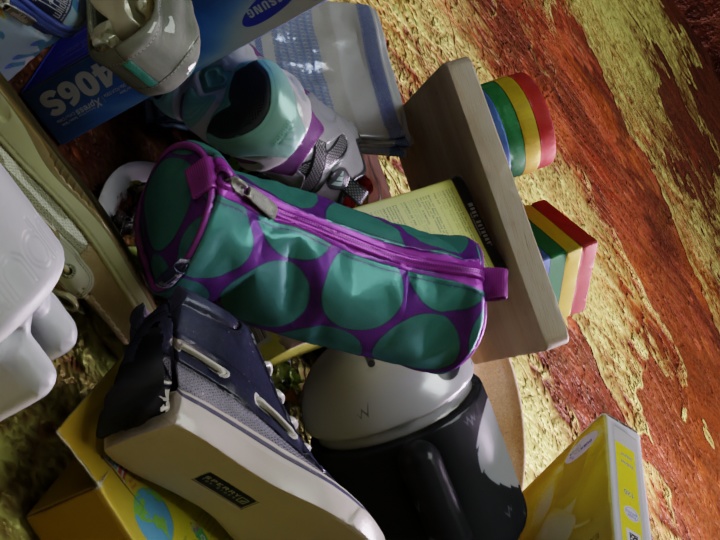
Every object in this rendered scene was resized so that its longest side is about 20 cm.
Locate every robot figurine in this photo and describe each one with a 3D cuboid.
[{"bbox_3d":[-0.209,-0.022,0.661,0.200,0.113,0.170,55,14,-20],"label":"robot figurine"},{"bbox_3d":[0.039,0.130,1.005,0.125,0.150,0.201,-33,108,-39],"label":"robot figurine"}]

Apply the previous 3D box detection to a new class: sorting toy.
[{"bbox_3d":[0.102,-0.042,1.087,0.199,0.069,0.201,149,-78,-78],"label":"sorting toy"}]

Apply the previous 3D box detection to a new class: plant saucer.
[{"bbox_3d":[0.075,0.117,1.194,0.200,0.035,0.201,33,52,-54],"label":"plant saucer"}]

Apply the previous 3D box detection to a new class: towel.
[{"bbox_3d":[-0.065,-0.150,1.090,0.199,0.024,0.147,4,54,-24],"label":"towel"}]

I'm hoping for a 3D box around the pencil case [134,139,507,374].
[{"bbox_3d":[-0.023,-0.004,0.847,0.199,0.092,0.085,17,56,-29],"label":"pencil case"}]

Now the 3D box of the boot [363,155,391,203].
[{"bbox_3d":[0.025,-0.044,1.274,0.186,0.064,0.201,19,45,-63],"label":"boot"}]

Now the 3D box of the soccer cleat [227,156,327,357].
[{"bbox_3d":[-0.035,0.005,1.055,0.200,0.067,0.081,57,6,-16],"label":"soccer cleat"}]

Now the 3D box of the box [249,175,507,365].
[{"bbox_3d":[0.000,0.000,0.957,0.200,0.050,0.075,-20,81,-42],"label":"box"}]

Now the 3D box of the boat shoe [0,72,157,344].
[{"bbox_3d":[-0.179,-0.031,0.818,0.201,0.063,0.073,57,-4,-29],"label":"boat shoe"}]

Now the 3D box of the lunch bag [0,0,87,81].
[{"bbox_3d":[-0.236,-0.217,0.855,0.161,0.082,0.201,32,37,-48],"label":"lunch bag"}]

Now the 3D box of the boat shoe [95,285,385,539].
[{"bbox_3d":[-0.052,0.088,0.803,0.200,0.074,0.093,44,37,-39],"label":"boat shoe"}]

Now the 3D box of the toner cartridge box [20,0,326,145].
[{"bbox_3d":[-0.104,-0.154,0.915,0.043,0.200,0.095,54,25,-25],"label":"toner cartridge box"}]

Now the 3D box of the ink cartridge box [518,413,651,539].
[{"bbox_3d":[0.119,0.226,1.014,0.047,0.198,0.200,33,31,-14],"label":"ink cartridge box"}]

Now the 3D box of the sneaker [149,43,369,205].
[{"bbox_3d":[-0.058,-0.093,0.987,0.140,0.078,0.200,36,9,-36],"label":"sneaker"}]

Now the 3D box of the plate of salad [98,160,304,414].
[{"bbox_3d":[-0.094,0.018,0.957,0.200,0.048,0.200,47,29,-36],"label":"plate of salad"}]

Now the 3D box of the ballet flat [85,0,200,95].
[{"bbox_3d":[-0.135,-0.191,0.854,0.064,0.067,0.201,27,41,-52],"label":"ballet flat"}]

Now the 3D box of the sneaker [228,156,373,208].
[{"bbox_3d":[-0.022,-0.033,1.117,0.200,0.085,0.077,59,25,-11],"label":"sneaker"}]

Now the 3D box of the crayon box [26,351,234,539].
[{"bbox_3d":[-0.099,0.146,0.806,0.200,0.051,0.127,60,23,-12],"label":"crayon box"}]
